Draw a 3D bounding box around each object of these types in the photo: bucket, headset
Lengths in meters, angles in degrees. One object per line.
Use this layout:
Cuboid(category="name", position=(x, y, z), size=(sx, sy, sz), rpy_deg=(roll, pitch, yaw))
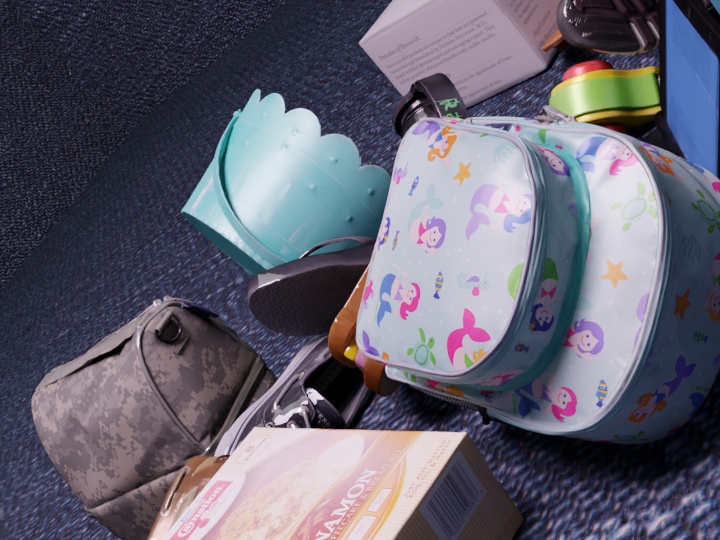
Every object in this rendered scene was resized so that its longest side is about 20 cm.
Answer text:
Cuboid(category="bucket", position=(-0.060, -0.054, 1.053), size=(0.135, 0.207, 0.207), rpy_deg=(-53, 20, -7))
Cuboid(category="headset", position=(0.087, -0.111, 1.013), size=(0.093, 0.125, 0.200), rpy_deg=(-20, -1, -7))

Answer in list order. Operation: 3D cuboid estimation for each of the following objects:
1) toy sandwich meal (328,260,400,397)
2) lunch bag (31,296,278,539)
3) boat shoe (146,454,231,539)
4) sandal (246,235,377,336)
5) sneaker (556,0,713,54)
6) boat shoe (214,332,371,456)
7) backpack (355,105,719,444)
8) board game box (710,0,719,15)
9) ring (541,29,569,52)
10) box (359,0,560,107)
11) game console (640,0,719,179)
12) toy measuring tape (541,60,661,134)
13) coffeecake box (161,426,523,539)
Cuboid(category="toy sandwich meal", position=(0.046, -0.007, 0.807), size=(0.205, 0.069, 0.208), rpy_deg=(21, -90, -80))
Cuboid(category="lunch bag", position=(-0.169, 0.123, 0.945), size=(0.199, 0.168, 0.140), rpy_deg=(-27, 25, 39))
Cuboid(category="boat shoe", position=(-0.126, 0.216, 0.756), size=(0.073, 0.076, 0.201), rpy_deg=(10, 60, 34))
Cuboid(category="sandal", position=(0.000, 0.000, 0.908), size=(0.198, 0.077, 0.043), rpy_deg=(-15, 46, -17))
Cuboid(category="sneaker", position=(0.227, -0.209, 0.939), size=(0.198, 0.076, 0.115), rpy_deg=(-21, -5, -24))
Cuboid(category="boat shoe", position=(-0.042, 0.118, 0.857), size=(0.067, 0.072, 0.200), rpy_deg=(-23, 21, 49))
Cuboid(category="backpack", position=(0.102, 0.003, 0.621), size=(0.199, 0.149, 0.180), rpy_deg=(17, 93, 48))
Cuboid(category="board game box", position=(0.265, -0.152, 0.577), size=(0.152, 0.200, 0.045), rpy_deg=(-47, 19, -9))
Cuboid(category="ring", position=(0.256, -0.275, 1.078), size=(0.200, 0.019, 0.200), rpy_deg=(-42, 6, 5))
Cuboid(category="box", position=(0.138, -0.297, 1.248), size=(0.199, 0.131, 0.200), rpy_deg=(-18, 31, 51))
Cuboid(category="game console", position=(0.177, -0.078, 0.734), size=(0.175, 0.116, 0.201), rpy_deg=(-37, 20, 20))
Cuboid(category="toy measuring tape", position=(0.207, -0.138, 0.861), size=(0.199, 0.074, 0.074), rpy_deg=(-21, 29, 49))
Cuboid(category="coffeecake box", position=(-0.030, 0.170, 0.650), size=(0.199, 0.073, 0.154), rpy_deg=(-8, 33, 48))
